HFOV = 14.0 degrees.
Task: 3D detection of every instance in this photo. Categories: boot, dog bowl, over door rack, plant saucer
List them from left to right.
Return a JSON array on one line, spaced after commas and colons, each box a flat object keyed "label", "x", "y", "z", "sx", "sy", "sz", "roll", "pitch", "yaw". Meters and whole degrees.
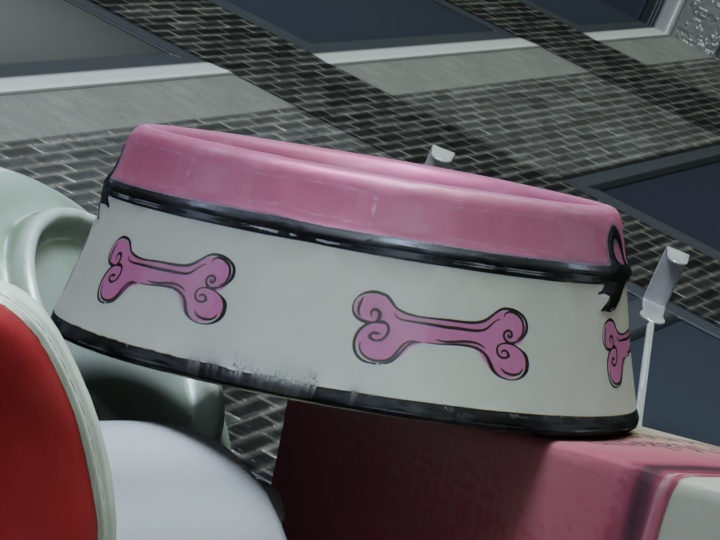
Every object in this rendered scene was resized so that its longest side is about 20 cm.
[{"label": "boot", "x": -0.101, "y": 0.109, "z": 0.685, "sx": 0.072, "sy": 0.201, "sz": 0.144, "roll": 2, "pitch": 15, "yaw": 2}, {"label": "plant saucer", "x": -0.101, "y": 0.034, "z": 1.050, "sx": 0.200, "sy": 0.050, "sz": 0.200, "roll": 45, "pitch": 25, "yaw": -27}, {"label": "dog bowl", "x": 0.000, "y": 0.000, "z": 0.976, "sx": 0.200, "sy": 0.074, "sz": 0.200, "roll": 10, "pitch": 3, "yaw": -1}, {"label": "over door rack", "x": 0.075, "y": 0.038, "z": 1.434, "sx": 0.147, "sy": 0.067, "sz": 0.200, "roll": 23, "pitch": 35, "yaw": -1}]

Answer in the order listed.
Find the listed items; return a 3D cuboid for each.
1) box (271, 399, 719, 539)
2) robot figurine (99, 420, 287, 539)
[{"label": "box", "x": 0.078, "y": 0.107, "z": 0.964, "sx": 0.200, "sy": 0.109, "sz": 0.128, "roll": 12, "pitch": 3, "yaw": 42}, {"label": "robot figurine", "x": -0.098, "y": 0.102, "z": 0.874, "sx": 0.200, "sy": 0.113, "sz": 0.170, "roll": 5, "pitch": 57, "yaw": -53}]
